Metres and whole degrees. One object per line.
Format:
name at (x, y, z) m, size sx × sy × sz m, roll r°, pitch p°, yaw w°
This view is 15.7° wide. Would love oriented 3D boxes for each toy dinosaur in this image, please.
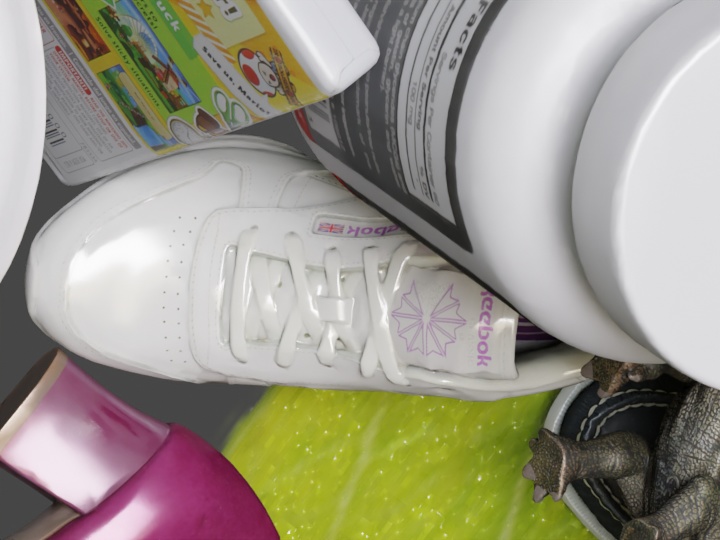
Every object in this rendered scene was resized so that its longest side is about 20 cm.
toy dinosaur at (0.114, 0.042, 0.767) m, size 0.102 × 0.077 × 0.201 m, roll 7°, pitch 99°, yaw -40°

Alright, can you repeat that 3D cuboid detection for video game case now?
video game case at (-0.097, -0.119, 0.713) m, size 0.023 × 0.182 × 0.200 m, roll -40°, pitch 103°, yaw -26°

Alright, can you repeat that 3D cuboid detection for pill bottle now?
pill bottle at (0.063, -0.043, 0.671) m, size 0.115 × 0.200 × 0.117 m, roll -7°, pitch 110°, yaw -21°

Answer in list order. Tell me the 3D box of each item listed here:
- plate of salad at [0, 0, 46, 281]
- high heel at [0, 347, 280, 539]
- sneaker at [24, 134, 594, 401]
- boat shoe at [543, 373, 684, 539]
plate of salad at (-0.169, -0.062, 0.734) m, size 0.199 × 0.048 × 0.201 m, roll 7°, pitch 108°, yaw 23°
high heel at (-0.113, 0.128, 0.791) m, size 0.096 × 0.067 × 0.200 m, roll 39°, pitch 87°, yaw -13°
sneaker at (0.000, 0.000, 0.787) m, size 0.199 × 0.100 × 0.075 m, roll 0°, pitch 98°, yaw -12°
boat shoe at (0.153, 0.089, 0.852) m, size 0.199 × 0.060 × 0.076 m, roll 24°, pitch 90°, yaw -14°
